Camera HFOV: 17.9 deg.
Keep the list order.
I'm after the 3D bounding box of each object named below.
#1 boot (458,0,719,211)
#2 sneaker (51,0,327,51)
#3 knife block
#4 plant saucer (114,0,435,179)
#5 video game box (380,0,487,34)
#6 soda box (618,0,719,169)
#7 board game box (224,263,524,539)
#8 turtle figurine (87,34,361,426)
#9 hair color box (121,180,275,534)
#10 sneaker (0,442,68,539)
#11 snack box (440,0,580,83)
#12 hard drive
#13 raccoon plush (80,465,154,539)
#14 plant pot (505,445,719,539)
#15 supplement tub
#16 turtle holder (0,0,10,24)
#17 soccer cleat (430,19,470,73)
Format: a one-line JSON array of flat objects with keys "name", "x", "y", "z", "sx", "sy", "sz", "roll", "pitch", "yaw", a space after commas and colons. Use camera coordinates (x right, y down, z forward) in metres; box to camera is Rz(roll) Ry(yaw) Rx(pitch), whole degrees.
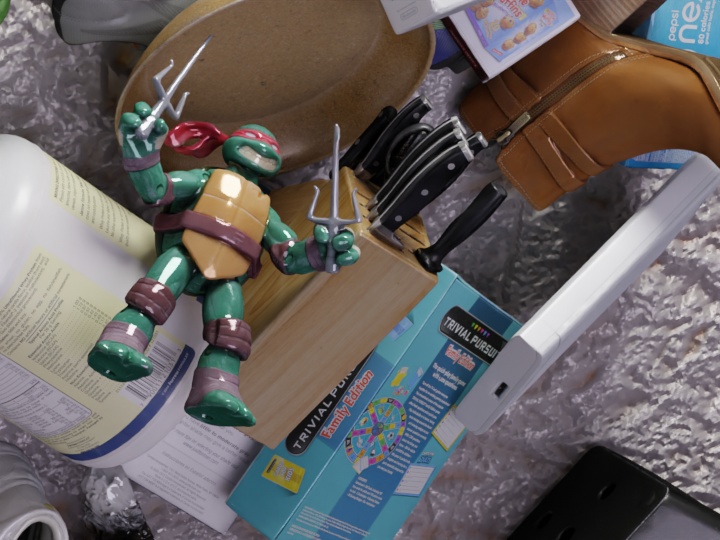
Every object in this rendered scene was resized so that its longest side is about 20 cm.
[{"name": "boot", "x": 0.162, "y": -0.087, "z": 1.438, "sx": 0.155, "sy": 0.200, "sz": 0.077, "roll": -44, "pitch": 165, "yaw": 21}, {"name": "sneaker", "x": -0.094, "y": -0.168, "z": 1.374, "sx": 0.200, "sy": 0.074, "sz": 0.079, "roll": 0, "pitch": 131, "yaw": -28}, {"name": "knife block", "x": 0.000, "y": 0.000, "z": 1.325, "sx": 0.064, "sy": 0.175, "sz": 0.200, "roll": 32, "pitch": 69, "yaw": -27}, {"name": "plant saucer", "x": -0.054, "y": -0.122, "z": 1.370, "sx": 0.200, "sy": 0.035, "sz": 0.200, "roll": -16, "pitch": 152, "yaw": -9}, {"name": "video game box", "x": 0.060, "y": -0.250, "z": 1.345, "sx": 0.200, "sy": 0.047, "sz": 0.182, "roll": -25, "pitch": 93, "yaw": -41}, {"name": "soda box", "x": 0.200, "y": -0.170, "z": 1.502, "sx": 0.064, "sy": 0.068, "sz": 0.200, "roll": 2, "pitch": 106, "yaw": -25}, {"name": "board game box", "x": 0.016, "y": 0.093, "z": 1.476, "sx": 0.200, "sy": 0.047, "sz": 0.151, "roll": -56, "pitch": 152, "yaw": 0}, {"name": "turtle figurine", "x": -0.076, "y": -0.021, "z": 1.283, "sx": 0.150, "sy": 0.101, "sz": 0.200, "roll": 19, "pitch": 70, "yaw": -3}, {"name": "hair color box", "x": -0.076, "y": 0.055, "z": 1.452, "sx": 0.100, "sy": 0.061, "sz": 0.200, "roll": 35, "pitch": 90, "yaw": -29}, {"name": "sneaker", "x": -0.247, "y": 0.213, "z": 1.395, "sx": 0.074, "sy": 0.116, "sz": 0.200, "roll": 24, "pitch": 98, "yaw": -31}, {"name": "snack box", "x": 0.051, "y": -0.218, "z": 1.398, "sx": 0.072, "sy": 0.024, "sz": 0.200, "roll": -34, "pitch": 94, "yaw": -10}, {"name": "hard drive", "x": 0.149, "y": 0.014, "z": 1.478, "sx": 0.027, "sy": 0.132, "sz": 0.200, "roll": 43, "pitch": 60, "yaw": 7}, {"name": "raccoon plush", "x": -0.186, "y": 0.212, "z": 1.434, "sx": 0.134, "sy": 0.097, "sz": 0.200, "roll": -25, "pitch": 118, "yaw": -11}, {"name": "plant pot", "x": 0.198, "y": 0.237, "z": 1.575, "sx": 0.200, "sy": 0.200, "sz": 0.177, "roll": -46, "pitch": 109, "yaw": -5}, {"name": "supplement tub", "x": -0.193, "y": 0.011, "z": 1.334, "sx": 0.200, "sy": 0.145, "sz": 0.145, "roll": 36, "pitch": 90, "yaw": -30}, {"name": "turtle holder", "x": -0.213, "y": -0.212, "z": 1.244, "sx": 0.141, "sy": 0.185, "sz": 0.132, "roll": 29, "pitch": 72, "yaw": -69}, {"name": "soccer cleat", "x": 0.093, "y": -0.213, "z": 1.441, "sx": 0.200, "sy": 0.065, "sz": 0.084, "roll": -46, "pitch": 116, "yaw": -5}]
